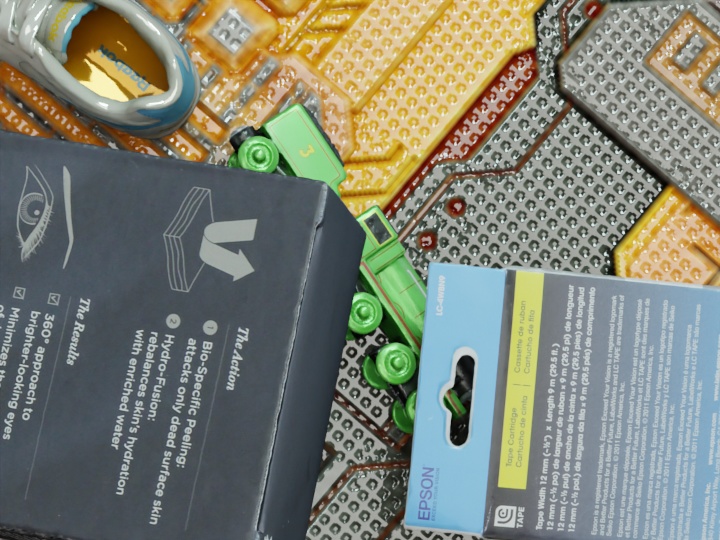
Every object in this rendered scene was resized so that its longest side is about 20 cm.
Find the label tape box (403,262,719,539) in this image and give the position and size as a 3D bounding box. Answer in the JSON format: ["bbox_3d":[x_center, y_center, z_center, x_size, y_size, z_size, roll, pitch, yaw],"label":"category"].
[{"bbox_3d":[0.124,0.075,1.464,0.199,0.066,0.144,5,87,-6],"label":"label tape box"}]

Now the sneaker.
[{"bbox_3d":[-0.172,-0.141,1.441,0.200,0.081,0.077,29,87,-2],"label":"sneaker"}]

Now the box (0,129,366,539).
[{"bbox_3d":[-0.118,0.047,1.388,0.199,0.117,0.197,10,80,12],"label":"box"}]

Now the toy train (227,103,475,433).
[{"bbox_3d":[0.000,0.000,1.472,0.056,0.042,0.200,-35,91,-17],"label":"toy train"}]
